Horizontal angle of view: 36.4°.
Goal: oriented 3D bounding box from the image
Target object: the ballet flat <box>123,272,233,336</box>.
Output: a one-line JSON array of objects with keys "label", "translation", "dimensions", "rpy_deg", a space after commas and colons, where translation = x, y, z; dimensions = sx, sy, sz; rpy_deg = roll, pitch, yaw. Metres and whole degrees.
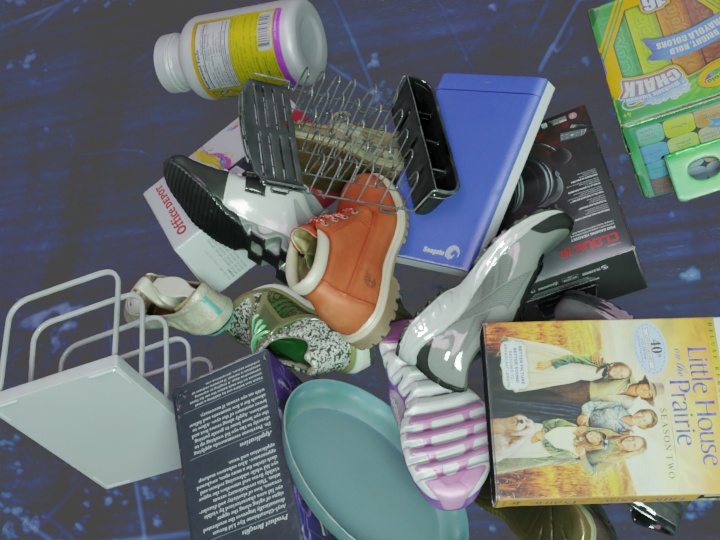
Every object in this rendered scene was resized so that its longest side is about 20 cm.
[{"label": "ballet flat", "translation": [-0.206, 0.027, 1.168], "dimensions": [0.200, 0.062, 0.068], "rpy_deg": [2, 52, 48]}]

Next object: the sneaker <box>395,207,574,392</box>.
[{"label": "sneaker", "translation": [0.121, 0.025, 0.951], "dimensions": [0.079, 0.074, 0.200], "rpy_deg": [41, 74, 14]}]

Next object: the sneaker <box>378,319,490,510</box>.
[{"label": "sneaker", "translation": [0.065, 0.135, 0.958], "dimensions": [0.080, 0.089, 0.200], "rpy_deg": [-6, 39, -7]}]

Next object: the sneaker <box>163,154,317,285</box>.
[{"label": "sneaker", "translation": [-0.104, -0.064, 1.101], "dimensions": [0.200, 0.074, 0.089], "rpy_deg": [35, 60, 3]}]

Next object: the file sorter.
[{"label": "file sorter", "translation": [-0.246, 0.109, 1.086], "dimensions": [0.138, 0.200, 0.125], "rpy_deg": [-18, 52, 14]}]

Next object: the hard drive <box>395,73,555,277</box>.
[{"label": "hard drive", "translation": [0.096, -0.096, 1.061], "dimensions": [0.132, 0.025, 0.201], "rpy_deg": [13, 76, 45]}]

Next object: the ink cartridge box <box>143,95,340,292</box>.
[{"label": "ink cartridge box", "translation": [-0.125, -0.089, 1.206], "dimensions": [0.200, 0.083, 0.146], "rpy_deg": [-39, 39, -1]}]

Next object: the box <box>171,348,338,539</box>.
[{"label": "box", "translation": [-0.080, 0.199, 0.983], "dimensions": [0.104, 0.148, 0.201], "rpy_deg": [-24, 55, 11]}]

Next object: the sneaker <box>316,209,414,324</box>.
[{"label": "sneaker", "translation": [0.000, 0.000, 1.117], "dimensions": [0.200, 0.067, 0.090], "rpy_deg": [31, 82, 39]}]

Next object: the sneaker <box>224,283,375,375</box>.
[{"label": "sneaker", "translation": [-0.082, 0.064, 1.078], "dimensions": [0.200, 0.077, 0.088], "rpy_deg": [7, 20, 44]}]

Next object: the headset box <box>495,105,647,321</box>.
[{"label": "headset box", "translation": [0.178, -0.041, 1.054], "dimensions": [0.148, 0.077, 0.201], "rpy_deg": [-19, 53, 14]}]

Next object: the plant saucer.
[{"label": "plant saucer", "translation": [0.009, 0.178, 0.936], "dimensions": [0.027, 0.200, 0.201], "rpy_deg": [-47, 48, 25]}]

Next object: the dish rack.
[{"label": "dish rack", "translation": [-0.015, -0.128, 1.028], "dimensions": [0.055, 0.199, 0.154], "rpy_deg": [-56, 35, 44]}]

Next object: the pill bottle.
[{"label": "pill bottle", "translation": [-0.148, -0.265, 1.331], "dimensions": [0.199, 0.104, 0.105], "rpy_deg": [-4, 59, 24]}]

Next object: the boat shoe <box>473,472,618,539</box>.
[{"label": "boat shoe", "translation": [0.146, 0.187, 0.936], "dimensions": [0.072, 0.066, 0.201], "rpy_deg": [-59, 32, 8]}]

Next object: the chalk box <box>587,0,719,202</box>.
[{"label": "chalk box", "translation": [0.305, -0.160, 1.037], "dimensions": [0.124, 0.124, 0.201], "rpy_deg": [-17, 54, 15]}]

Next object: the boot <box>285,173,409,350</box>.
[{"label": "boot", "translation": [-0.016, -0.034, 1.023], "dimensions": [0.075, 0.107, 0.201], "rpy_deg": [-34, 35, 34]}]

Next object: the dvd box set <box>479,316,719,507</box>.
[{"label": "dvd box set", "translation": [0.199, 0.111, 0.868], "dimensions": [0.199, 0.029, 0.147], "rpy_deg": [-1, 68, -1]}]

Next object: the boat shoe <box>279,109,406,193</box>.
[{"label": "boat shoe", "translation": [-0.003, -0.119, 1.125], "dimensions": [0.073, 0.199, 0.063], "rpy_deg": [-34, 51, 44]}]

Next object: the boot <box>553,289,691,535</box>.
[{"label": "boot", "translation": [0.214, 0.116, 0.923], "dimensions": [0.200, 0.070, 0.132], "rpy_deg": [40, 82, 25]}]
